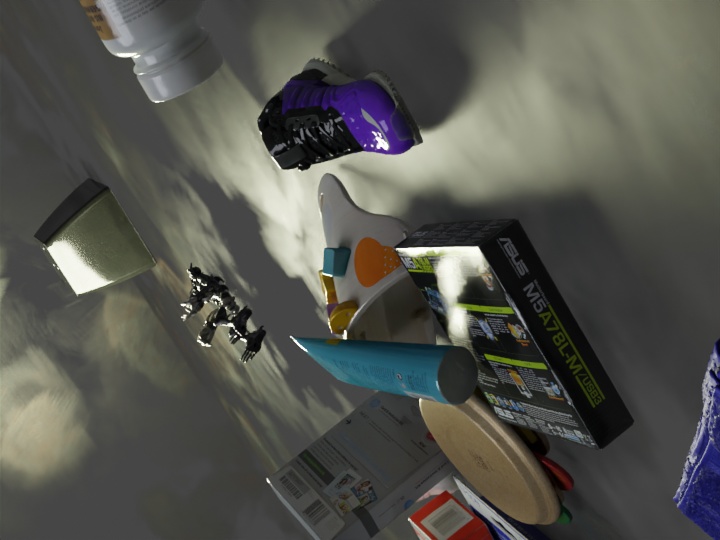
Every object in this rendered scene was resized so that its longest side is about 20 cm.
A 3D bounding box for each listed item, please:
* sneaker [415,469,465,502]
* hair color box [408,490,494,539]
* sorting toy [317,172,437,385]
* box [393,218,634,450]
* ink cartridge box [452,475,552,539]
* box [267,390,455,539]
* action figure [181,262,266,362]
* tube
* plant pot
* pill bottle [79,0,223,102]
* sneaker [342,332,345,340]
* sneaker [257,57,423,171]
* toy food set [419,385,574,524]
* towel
[{"bbox_3d":[0.065,0.265,1.590,0.078,0.099,0.200,53,165,4],"label":"sneaker"},{"bbox_3d":[0.142,0.371,1.508,0.201,0.064,0.111,60,168,-21],"label":"hair color box"},{"bbox_3d":[0.000,0.000,1.284,0.201,0.106,0.181,76,172,-53],"label":"sorting toy"},{"bbox_3d":[0.122,0.049,1.068,0.194,0.047,0.200,60,165,-9],"label":"box"},{"bbox_3d":[0.201,0.329,1.424,0.197,0.047,0.201,33,152,59],"label":"ink cartridge box"},{"bbox_3d":[0.007,0.233,1.505,0.156,0.199,0.041,34,158,52],"label":"box"},{"bbox_3d":[-0.247,0.068,2.126,0.200,0.102,0.119,39,170,41],"label":"action figure"},{"bbox_3d":[0.020,0.089,1.172,0.199,0.051,0.078,2,141,48],"label":"tube"},{"bbox_3d":[-0.581,-0.059,2.724,0.201,0.177,0.199,62,163,-21],"label":"plant pot"},{"bbox_3d":[-0.223,-0.279,1.289,0.114,0.114,0.201,26,148,60],"label":"pill bottle"},{"bbox_3d":[0.001,0.088,1.441,0.072,0.082,0.200,50,164,16],"label":"sneaker"},{"bbox_3d":[-0.027,-0.116,1.062,0.070,0.099,0.200,59,165,-26],"label":"sneaker"},{"bbox_3d":[0.136,0.177,1.276,0.201,0.049,0.198,53,163,-6],"label":"toy food set"},{"bbox_3d":[0.267,0.144,0.821,0.148,0.049,0.201,47,163,30],"label":"towel"}]
